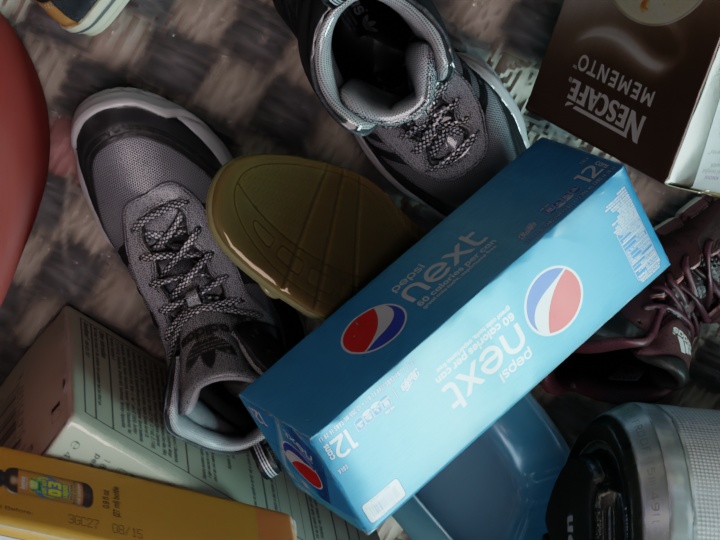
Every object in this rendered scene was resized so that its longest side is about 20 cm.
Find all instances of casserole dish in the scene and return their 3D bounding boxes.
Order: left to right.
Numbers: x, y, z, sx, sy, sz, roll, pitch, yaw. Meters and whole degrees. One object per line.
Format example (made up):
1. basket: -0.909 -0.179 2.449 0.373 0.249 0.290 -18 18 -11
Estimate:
1. casserole dish: 0.039 0.084 1.259 0.039 0.121 0.200 -25 114 39

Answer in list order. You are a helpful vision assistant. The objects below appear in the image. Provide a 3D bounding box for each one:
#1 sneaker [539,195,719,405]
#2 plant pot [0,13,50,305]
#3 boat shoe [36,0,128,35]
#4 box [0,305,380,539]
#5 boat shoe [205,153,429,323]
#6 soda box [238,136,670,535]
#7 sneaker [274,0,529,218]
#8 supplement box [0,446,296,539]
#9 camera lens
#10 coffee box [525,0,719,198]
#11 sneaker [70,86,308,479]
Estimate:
1. sneaker: 0.173 0.019 1.245 0.199 0.116 0.076 -24 116 3
2. plant pot: -0.237 -0.030 1.128 0.200 0.177 0.201 -4 115 -8
3. boat shoe: -0.098 -0.199 1.129 0.062 0.075 0.200 29 113 -26
4. box: -0.098 0.131 1.250 0.200 0.128 0.109 33 106 -20
5. boat shoe: 0.001 -0.002 1.195 0.200 0.063 0.073 18 78 -33
6. soda box: 0.046 0.027 1.142 0.200 0.068 0.064 -40 123 -17
7. sneaker: 0.024 -0.080 1.170 0.075 0.114 0.200 -34 115 8
8. supplement box: -0.130 0.134 1.140 0.199 0.067 0.069 17 114 -14
9. camera lens: 0.197 0.151 1.207 0.199 0.160 0.161 6 114 -12
10. coffee box: 0.170 -0.144 1.148 0.080 0.114 0.201 9 106 -37
11. sneaker: -0.080 0.009 1.201 0.075 0.114 0.200 -24 117 9
